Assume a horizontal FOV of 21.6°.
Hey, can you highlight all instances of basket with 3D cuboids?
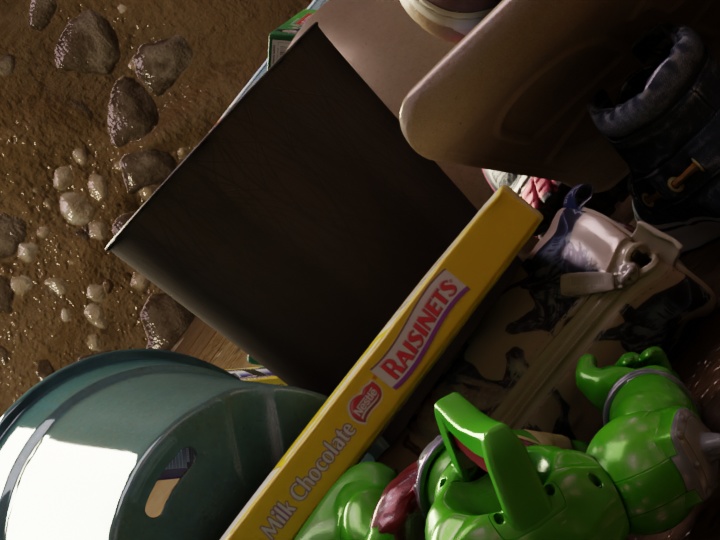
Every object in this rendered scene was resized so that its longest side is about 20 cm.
[{"bbox_3d":[0.000,0.000,0.931,0.136,0.200,0.180,-43,7,33],"label":"basket"}]

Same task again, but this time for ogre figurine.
[{"bbox_3d":[0.042,0.088,0.645,0.199,0.099,0.120,-8,3,-15],"label":"ogre figurine"}]

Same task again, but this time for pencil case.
[{"bbox_3d":[0.058,0.064,0.757,0.200,0.078,0.089,-52,-20,-7],"label":"pencil case"}]

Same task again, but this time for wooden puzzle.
[{"bbox_3d":[0.119,-0.115,0.830,0.185,0.046,0.200,-43,-23,19],"label":"wooden puzzle"}]

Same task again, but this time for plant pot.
[{"bbox_3d":[0.057,-0.062,1.096,0.134,0.201,0.201,19,66,43],"label":"plant pot"},{"bbox_3d":[-0.075,0.132,0.889,0.201,0.200,0.196,-54,15,-18],"label":"plant pot"}]

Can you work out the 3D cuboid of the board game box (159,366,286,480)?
[{"bbox_3d":[-0.087,0.091,1.151,0.165,0.199,0.057,-178,84,-81],"label":"board game box"}]

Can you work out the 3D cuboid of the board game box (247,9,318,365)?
[{"bbox_3d":[-0.040,-0.055,1.174,0.135,0.029,0.201,-66,-18,-75],"label":"board game box"}]

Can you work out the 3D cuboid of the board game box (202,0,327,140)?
[{"bbox_3d":[0.020,-0.099,1.332,0.200,0.199,0.041,-48,7,25],"label":"board game box"}]

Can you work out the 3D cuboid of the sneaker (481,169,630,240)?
[{"bbox_3d":[0.140,-0.109,0.969,0.200,0.075,0.081,-43,-33,6],"label":"sneaker"}]

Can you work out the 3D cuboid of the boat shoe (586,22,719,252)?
[{"bbox_3d":[0.139,-0.062,0.824,0.071,0.091,0.200,-52,7,-4],"label":"boat shoe"}]

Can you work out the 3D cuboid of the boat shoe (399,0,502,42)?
[{"bbox_3d":[0.101,-0.173,0.822,0.200,0.072,0.065,-35,-12,-20],"label":"boat shoe"}]

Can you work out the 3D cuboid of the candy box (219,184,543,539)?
[{"bbox_3d":[-0.003,0.058,0.749,0.200,0.026,0.102,-52,-4,-10],"label":"candy box"}]
